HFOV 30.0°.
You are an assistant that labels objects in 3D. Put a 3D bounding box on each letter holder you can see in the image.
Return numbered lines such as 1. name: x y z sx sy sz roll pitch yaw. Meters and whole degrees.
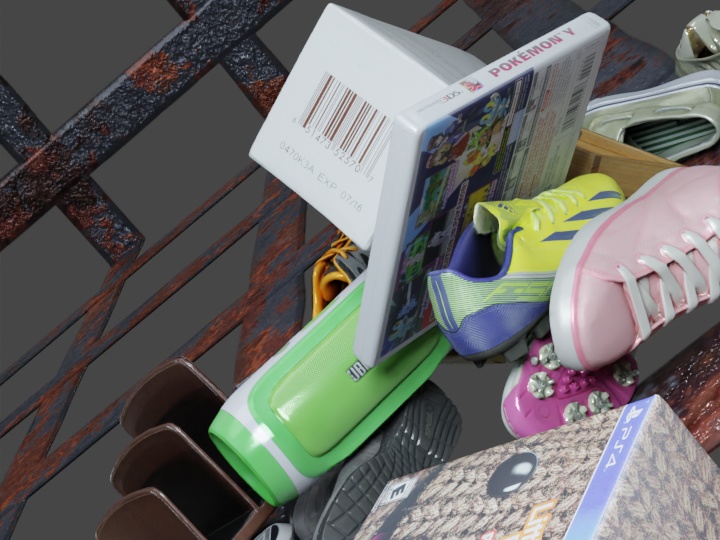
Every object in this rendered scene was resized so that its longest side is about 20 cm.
1. letter holder: -0.155 0.169 1.077 0.101 0.142 0.200 -46 3 -32

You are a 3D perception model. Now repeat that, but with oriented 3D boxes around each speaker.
1. speaker: -0.011 0.071 0.948 0.200 0.089 0.088 -43 14 -16

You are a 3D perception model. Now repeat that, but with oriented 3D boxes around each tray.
1. tray: 0.166 -0.095 1.090 0.200 0.098 0.037 33 115 58

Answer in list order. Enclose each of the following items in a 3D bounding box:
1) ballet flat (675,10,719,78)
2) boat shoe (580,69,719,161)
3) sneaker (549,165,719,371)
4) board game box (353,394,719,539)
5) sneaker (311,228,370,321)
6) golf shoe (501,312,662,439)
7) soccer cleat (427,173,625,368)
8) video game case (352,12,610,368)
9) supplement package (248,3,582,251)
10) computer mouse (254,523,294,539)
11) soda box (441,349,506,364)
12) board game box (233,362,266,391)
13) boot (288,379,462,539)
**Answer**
1. ballet flat: 0.321 -0.205 1.186 0.067 0.062 0.200 -41 14 -2
2. boat shoe: 0.229 -0.114 1.138 0.199 0.072 0.062 -23 17 45
3. sneaker: 0.200 -0.008 0.825 0.104 0.076 0.200 1 31 43
4. board game box: 0.072 0.171 0.651 0.199 0.097 0.160 -27 20 45
5. sneaker: 0.000 0.000 1.083 0.078 0.077 0.201 -32 39 38
6. golf shoe: 0.141 0.056 0.890 0.200 0.075 0.091 -43 4 -42
7. soccer cleat: 0.111 -0.021 0.856 0.064 0.084 0.200 -16 21 46
8. video game case: 0.075 -0.050 0.857 0.182 0.023 0.201 -31 -32 -35
9. supplement package: 0.042 -0.087 0.913 0.199 0.117 0.118 3 -59 -57
10. computer mouse: -0.106 0.265 0.959 0.200 0.044 0.110 -46 9 9
11. soda box: 0.075 -0.028 1.049 0.067 0.064 0.202 -4 80 39
12. board game box: -0.019 0.103 1.165 0.199 0.062 0.200 -37 17 8
13. boot: -0.006 0.171 0.955 0.131 0.070 0.200 -38 5 36
